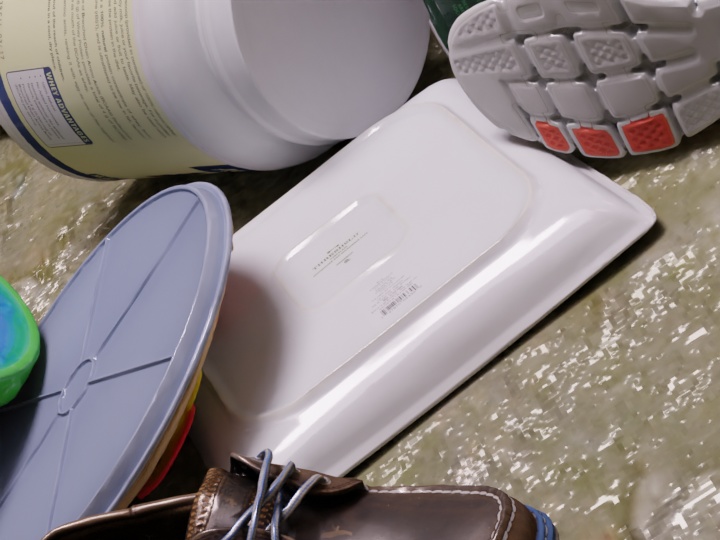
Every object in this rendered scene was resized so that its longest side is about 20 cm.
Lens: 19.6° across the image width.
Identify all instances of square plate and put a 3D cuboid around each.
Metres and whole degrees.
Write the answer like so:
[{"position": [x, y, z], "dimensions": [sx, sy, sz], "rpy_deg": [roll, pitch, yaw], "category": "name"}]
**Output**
[{"position": [0.000, 0.000, 0.866], "dimensions": [0.200, 0.028, 0.198], "rpy_deg": [-38, 28, -2], "category": "square plate"}]

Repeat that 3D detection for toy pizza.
[{"position": [-0.105, 0.055, 0.865], "dimensions": [0.200, 0.032, 0.200], "rpy_deg": [-45, 26, 30], "category": "toy pizza"}]

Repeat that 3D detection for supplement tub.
[{"position": [-0.078, -0.118, 1.005], "dimensions": [0.200, 0.145, 0.145], "rpy_deg": [-1, 45, 48], "category": "supplement tub"}]

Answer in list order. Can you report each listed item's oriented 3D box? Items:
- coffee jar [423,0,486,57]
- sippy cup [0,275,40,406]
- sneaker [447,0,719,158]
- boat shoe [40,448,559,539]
[{"position": [0.124, -0.159, 0.902], "dimensions": [0.200, 0.085, 0.104], "rpy_deg": [-26, 23, 21], "category": "coffee jar"}, {"position": [-0.228, 0.058, 0.917], "dimensions": [0.130, 0.140, 0.178], "rpy_deg": [-60, -19, 20], "category": "sippy cup"}, {"position": [0.134, -0.100, 0.830], "dimensions": [0.200, 0.077, 0.082], "rpy_deg": [-6, 29, 26], "category": "sneaker"}, {"position": [-0.031, 0.102, 0.701], "dimensions": [0.200, 0.072, 0.072], "rpy_deg": [-18, 34, 31], "category": "boat shoe"}]
